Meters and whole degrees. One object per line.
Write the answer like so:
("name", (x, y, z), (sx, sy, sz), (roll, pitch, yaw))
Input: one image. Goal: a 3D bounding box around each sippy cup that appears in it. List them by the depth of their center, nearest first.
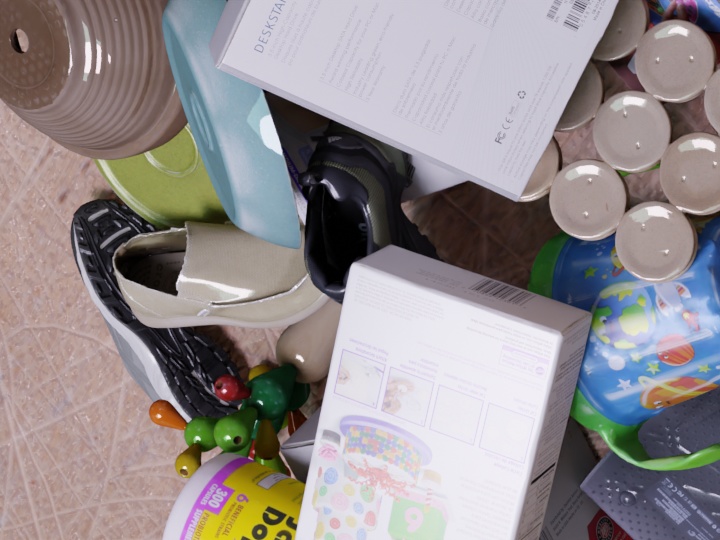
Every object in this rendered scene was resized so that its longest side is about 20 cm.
("sippy cup", (0.196, 0.025, 1.442), (0.130, 0.140, 0.178), (-18, 111, 38))

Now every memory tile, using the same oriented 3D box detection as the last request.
("memory tile", (0.146, -0.098, 1.392), (0.200, 0.017, 0.153), (34, 103, 18))

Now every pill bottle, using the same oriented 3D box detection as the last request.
("pill bottle", (-0.029, 0.205, 1.545), (0.200, 0.104, 0.104), (21, 130, 24))

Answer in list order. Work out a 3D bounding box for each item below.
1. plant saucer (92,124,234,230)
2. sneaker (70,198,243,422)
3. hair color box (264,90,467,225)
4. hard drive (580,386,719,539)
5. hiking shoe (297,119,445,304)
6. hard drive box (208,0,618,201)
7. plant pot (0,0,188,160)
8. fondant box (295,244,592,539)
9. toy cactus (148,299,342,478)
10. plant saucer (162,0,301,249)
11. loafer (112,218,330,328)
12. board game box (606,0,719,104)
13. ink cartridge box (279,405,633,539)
("plant saucer", (-0.134, -0.099, 1.664), (0.200, 0.031, 0.200), (18, 128, 25))
("sneaker", (-0.170, 0.038, 1.759), (0.079, 0.074, 0.200), (-12, 110, 57))
("hair color box", (0.023, -0.105, 1.525), (0.200, 0.065, 0.109), (-19, 107, 40))
("hard drive", (0.252, 0.132, 1.541), (0.135, 0.042, 0.200), (43, 134, 2))
("hiking shoe", (0.000, 0.000, 1.502), (0.076, 0.101, 0.200), (1, 124, 35))
("hard drive box", (0.033, -0.155, 1.337), (0.200, 0.077, 0.156), (24, 101, -14))
("plant pot", (-0.208, -0.169, 1.594), (0.201, 0.093, 0.201), (14, 114, 35))
("fondant box", (0.050, 0.101, 1.433), (0.144, 0.058, 0.200), (19, 110, 20))
("toy cactus", (-0.067, 0.085, 1.680), (0.102, 0.200, 0.165), (37, 94, 17))
("plant saucer", (-0.089, -0.102, 1.481), (0.200, 0.036, 0.200), (161, 90, -82))
("loafer", (-0.099, 0.000, 1.642), (0.200, 0.076, 0.068), (-11, 149, 31))
("board game box", (0.150, -0.199, 1.399), (0.200, 0.019, 0.103), (49, 136, -3))
("ink cartridge box", (0.071, 0.158, 1.616), (0.144, 0.145, 0.200), (-13, 111, 41))
